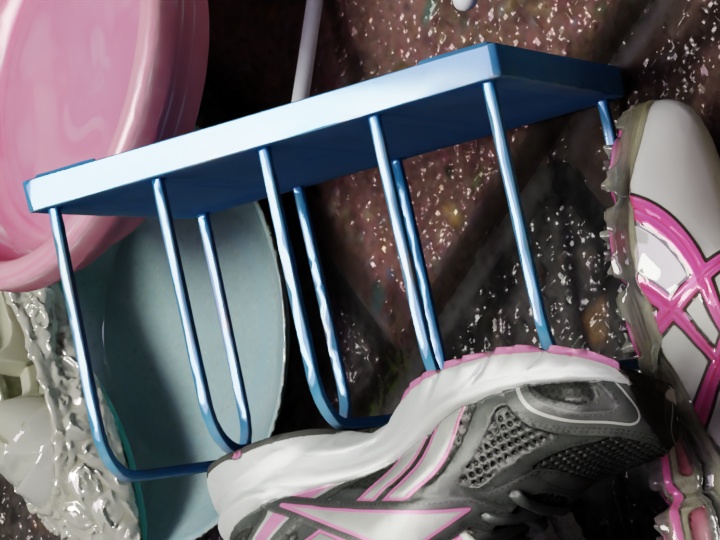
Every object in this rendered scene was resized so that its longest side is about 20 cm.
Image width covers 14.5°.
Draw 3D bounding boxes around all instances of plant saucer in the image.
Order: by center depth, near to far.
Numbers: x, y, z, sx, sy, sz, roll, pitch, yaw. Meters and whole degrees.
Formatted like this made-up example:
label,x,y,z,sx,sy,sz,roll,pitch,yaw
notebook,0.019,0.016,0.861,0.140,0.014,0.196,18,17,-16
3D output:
label,x,y,z,sx,sy,sz,roll,pitch,yaw
plant saucer,-0.128,-0.088,1.237,0.200,0.051,0.202,-17,68,49
plant saucer,-0.088,0.026,1.296,0.200,0.039,0.202,1,91,47

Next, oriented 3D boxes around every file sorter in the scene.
label,x,y,z,sx,sy,sz,roll,pitch,yaw
file sorter,0.000,0.000,1.092,0.199,0.139,0.123,-15,84,23

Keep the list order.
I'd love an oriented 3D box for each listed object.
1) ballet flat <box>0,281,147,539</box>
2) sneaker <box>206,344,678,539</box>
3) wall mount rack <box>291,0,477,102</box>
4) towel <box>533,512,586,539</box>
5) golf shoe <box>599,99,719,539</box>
label,x,y,z,sx,sy,sz,roll,pitch,yaw
ballet flat,-0.157,0.048,1.294,0.072,0.072,0.201,-36,66,41
sneaker,0.033,0.092,1.016,0.200,0.080,0.087,-25,60,39
wall mount rack,-0.009,-0.156,1.185,0.200,0.074,0.174,-38,73,41
towel,0.065,0.175,1.085,0.200,0.034,0.133,-116,41,-62
golf shoe,0.144,0.029,1.043,0.092,0.073,0.201,-15,77,16
